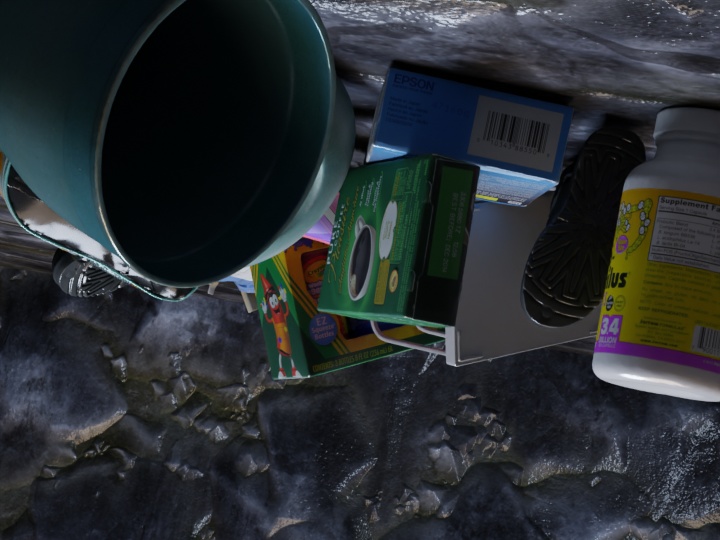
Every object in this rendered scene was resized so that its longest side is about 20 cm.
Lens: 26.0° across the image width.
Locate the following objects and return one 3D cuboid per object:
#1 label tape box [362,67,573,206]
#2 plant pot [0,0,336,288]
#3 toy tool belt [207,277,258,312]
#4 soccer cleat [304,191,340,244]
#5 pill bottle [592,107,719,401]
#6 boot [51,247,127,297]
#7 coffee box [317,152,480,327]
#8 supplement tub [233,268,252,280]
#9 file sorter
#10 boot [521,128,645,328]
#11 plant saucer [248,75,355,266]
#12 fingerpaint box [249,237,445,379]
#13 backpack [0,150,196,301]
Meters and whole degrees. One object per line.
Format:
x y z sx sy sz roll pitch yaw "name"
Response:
0.079 -0.100 1.239 0.143 0.066 0.200 11 178 -2 "label tape box"
-0.150 -0.115 1.002 0.188 0.201 0.200 25 -177 36 "plant pot"
-0.183 -0.015 2.151 0.125 0.123 0.200 7 172 32 "toy tool belt"
-0.012 -0.056 1.328 0.199 0.077 0.067 11 -151 28 "soccer cleat"
0.234 -0.012 1.126 0.104 0.201 0.104 11 174 1 "pill bottle"
-0.256 -0.075 1.392 0.165 0.066 0.200 -17 -123 -47 "boot"
0.026 -0.021 1.185 0.044 0.123 0.200 11 175 -19 "coffee box"
-0.167 -0.070 1.614 0.200 0.132 0.132 14 173 -35 "supplement tub"
0.120 -0.006 1.433 0.200 0.139 0.124 -9 -167 -37 "file sorter"
0.171 -0.023 1.272 0.066 0.165 0.200 27 174 0 "boot"
-0.083 -0.072 1.184 0.201 0.201 0.039 17 -157 -42 "plant saucer"
0.000 0.000 1.479 0.200 0.167 0.073 -12 -178 -34 "fingerpaint box"
-0.194 -0.095 1.233 0.200 0.176 0.153 22 -161 -40 "backpack"
